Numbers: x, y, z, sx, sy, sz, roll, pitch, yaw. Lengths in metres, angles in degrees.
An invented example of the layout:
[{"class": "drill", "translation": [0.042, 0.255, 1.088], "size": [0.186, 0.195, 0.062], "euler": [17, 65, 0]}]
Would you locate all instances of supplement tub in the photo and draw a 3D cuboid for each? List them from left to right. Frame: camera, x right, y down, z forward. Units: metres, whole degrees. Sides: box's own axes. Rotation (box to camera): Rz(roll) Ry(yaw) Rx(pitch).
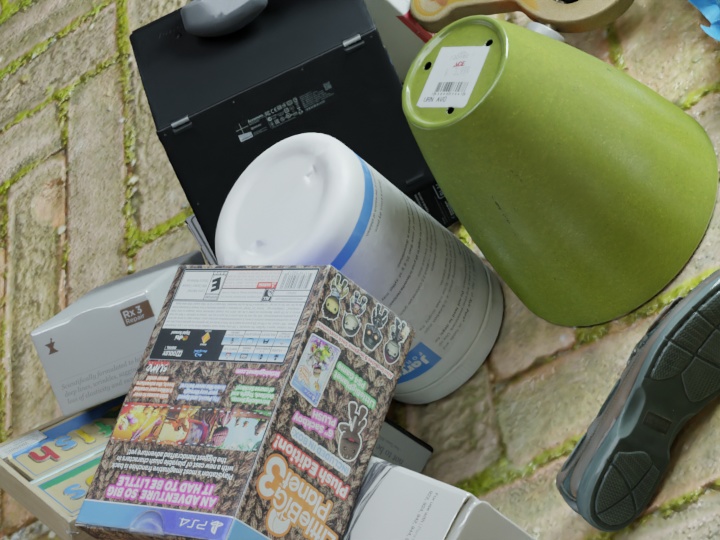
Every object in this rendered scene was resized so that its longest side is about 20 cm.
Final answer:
[{"class": "supplement tub", "translation": [0.000, 0.000, 1.668], "size": [0.131, 0.200, 0.133], "euler": [-26, 45, 30]}]

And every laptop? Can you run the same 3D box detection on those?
[{"class": "laptop", "translation": [-0.061, -0.129, 1.762], "size": [0.186, 0.201, 0.116], "euler": [-25, 10, 4]}]

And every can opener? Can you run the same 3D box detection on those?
[{"class": "can opener", "translation": [-0.046, -0.231, 1.747], "size": [0.199, 0.053, 0.067], "euler": [-15, 76, 13]}]

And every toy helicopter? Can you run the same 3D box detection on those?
[{"class": "toy helicopter", "translation": [0.129, -0.215, 1.785], "size": [0.199, 0.079, 0.133], "euler": [-7, 68, 30]}]

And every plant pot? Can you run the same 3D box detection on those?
[{"class": "plant pot", "translation": [0.125, -0.089, 1.609], "size": [0.186, 0.200, 0.188], "euler": [-25, 47, 30]}]

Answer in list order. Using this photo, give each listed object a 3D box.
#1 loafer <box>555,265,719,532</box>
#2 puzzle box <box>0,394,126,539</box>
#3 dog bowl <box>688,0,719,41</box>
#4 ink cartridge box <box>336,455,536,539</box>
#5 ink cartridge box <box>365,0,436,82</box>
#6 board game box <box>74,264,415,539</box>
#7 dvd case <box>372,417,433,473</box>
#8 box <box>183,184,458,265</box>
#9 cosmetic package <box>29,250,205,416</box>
[{"class": "loafer", "translation": [0.196, 0.078, 1.523], "size": [0.201, 0.072, 0.063], "euler": [-57, 33, -2]}, {"class": "puzzle box", "translation": [-0.161, 0.129, 1.661], "size": [0.199, 0.026, 0.133], "euler": [-25, 33, -29]}, {"class": "dog bowl", "translation": [0.288, -0.225, 1.670], "size": [0.111, 0.050, 0.200], "euler": [-44, 39, 11]}, {"class": "ink cartridge box", "translation": [0.034, 0.192, 1.533], "size": [0.199, 0.145, 0.084], "euler": [16, 73, 50]}, {"class": "ink cartridge box", "translation": [0.017, -0.280, 1.904], "size": [0.083, 0.145, 0.201], "euler": [-18, 49, 36]}, {"class": "board game box", "translation": [-0.077, 0.105, 1.516], "size": [0.159, 0.097, 0.201], "euler": [0, 62, 46]}, {"class": "dvd case", "translation": [-0.051, 0.180, 1.634], "size": [0.201, 0.142, 0.018], "euler": [-60, 20, -8]}, {"class": "box", "translation": [-0.029, -0.042, 1.792], "size": [0.199, 0.060, 0.117], "euler": [-32, 41, -4]}, {"class": "cosmetic package", "translation": [-0.174, 0.046, 1.738], "size": [0.101, 0.075, 0.200], "euler": [-20, 7, 11]}]
